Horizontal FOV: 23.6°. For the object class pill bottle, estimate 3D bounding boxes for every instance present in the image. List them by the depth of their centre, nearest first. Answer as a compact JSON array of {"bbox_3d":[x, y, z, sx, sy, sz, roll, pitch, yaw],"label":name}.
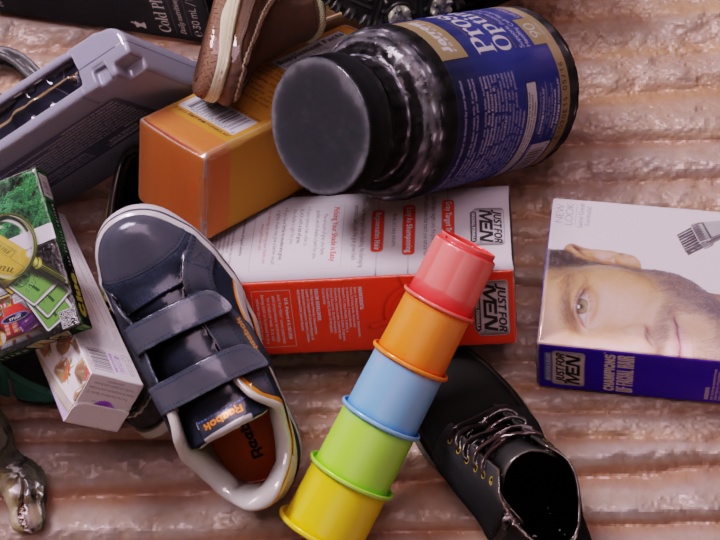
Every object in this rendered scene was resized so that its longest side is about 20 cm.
[{"bbox_3d":[0.042,-0.106,1.110,0.199,0.112,0.112,-17,52,-46],"label":"pill bottle"}]

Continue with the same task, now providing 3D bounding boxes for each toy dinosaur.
[{"bbox_3d":[-0.275,0.088,1.098,0.088,0.047,0.201,-30,96,-1],"label":"toy dinosaur"}]

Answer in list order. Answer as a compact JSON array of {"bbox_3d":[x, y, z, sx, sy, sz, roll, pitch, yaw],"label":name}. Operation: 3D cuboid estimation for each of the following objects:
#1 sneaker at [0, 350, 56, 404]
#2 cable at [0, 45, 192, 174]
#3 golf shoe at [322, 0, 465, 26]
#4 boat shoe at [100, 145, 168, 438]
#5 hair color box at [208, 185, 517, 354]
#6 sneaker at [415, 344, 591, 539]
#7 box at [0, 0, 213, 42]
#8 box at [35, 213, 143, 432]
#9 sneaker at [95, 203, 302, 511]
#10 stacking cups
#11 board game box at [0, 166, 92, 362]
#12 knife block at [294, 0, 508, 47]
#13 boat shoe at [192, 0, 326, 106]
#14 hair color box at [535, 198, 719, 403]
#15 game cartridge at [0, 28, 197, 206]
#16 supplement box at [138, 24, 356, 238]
[{"bbox_3d":[-0.261,0.015,1.151,0.199,0.075,0.088,24,52,13],"label":"sneaker"},{"bbox_3d":[-0.195,-0.111,1.244,0.199,0.050,0.098,5,78,23],"label":"cable"},{"bbox_3d":[0.050,-0.220,1.177,0.199,0.078,0.088,-15,42,-23],"label":"golf shoe"},{"bbox_3d":[-0.142,0.011,1.130,0.071,0.060,0.202,-23,50,31],"label":"boat shoe"},{"bbox_3d":[0.000,0.000,1.115,0.198,0.062,0.102,-3,35,6],"label":"hair color box"},{"bbox_3d":[0.084,0.101,1.040,0.074,0.106,0.200,-28,61,-10],"label":"sneaker"},{"bbox_3d":[-0.192,-0.279,1.233,0.195,0.200,0.125,11,63,12],"label":"box"},{"bbox_3d":[-0.190,0.026,1.105,0.039,0.041,0.200,-57,39,19],"label":"box"},{"bbox_3d":[-0.094,0.054,1.038,0.078,0.079,0.201,-30,104,7],"label":"sneaker"},{"bbox_3d":[0.019,0.071,1.044,0.060,0.060,0.201,27,94,20],"label":"stacking cups"},{"bbox_3d":[-0.270,0.021,1.058,0.199,0.023,0.105,-22,76,9],"label":"board game box"},{"bbox_3d":[0.025,-0.195,1.240,0.175,0.064,0.201,19,64,17],"label":"knife block"},{"bbox_3d":[-0.057,-0.176,1.139,0.074,0.075,0.203,17,43,-6],"label":"boat shoe"},{"bbox_3d":[0.215,0.022,1.097,0.199,0.065,0.110,4,61,10],"label":"hair color box"},{"bbox_3d":[-0.199,-0.088,1.143,0.199,0.133,0.041,-30,71,18],"label":"game cartridge"},{"bbox_3d":[-0.054,-0.096,1.148,0.069,0.067,0.199,31,42,32],"label":"supplement box"}]
